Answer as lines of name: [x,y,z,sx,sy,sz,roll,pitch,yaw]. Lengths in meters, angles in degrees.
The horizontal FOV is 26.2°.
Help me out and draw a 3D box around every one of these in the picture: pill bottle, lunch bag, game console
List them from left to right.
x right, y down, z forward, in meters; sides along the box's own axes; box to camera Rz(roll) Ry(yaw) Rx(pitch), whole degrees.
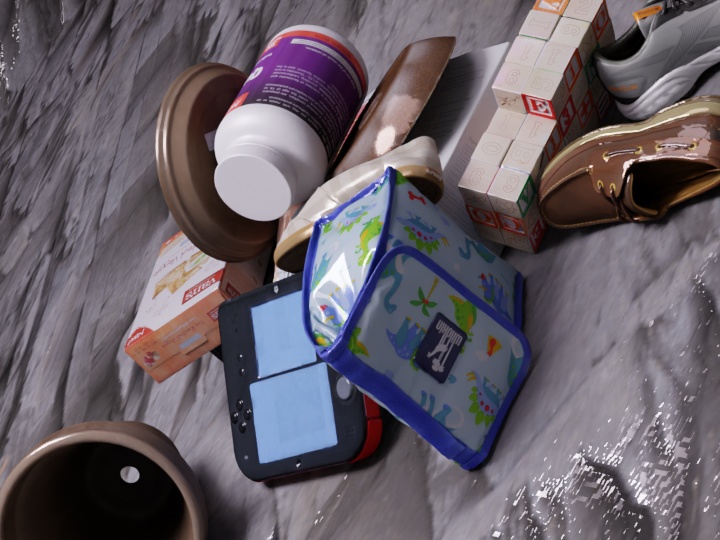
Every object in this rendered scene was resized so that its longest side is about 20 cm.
pill bottle: [-0.070,-0.140,1.484,0.112,0.112,0.201,-29,25,39]
game console: [-0.061,0.095,1.409,0.199,0.031,0.178,-19,79,47]
lunch bag: [0.043,0.043,1.255,0.127,0.170,0.201,-36,28,34]

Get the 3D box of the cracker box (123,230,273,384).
cracker box: [-0.162,0.011,1.607,0.134,0.058,0.201,-33,26,24]

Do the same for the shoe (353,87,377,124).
shoe: [-0.010,-0.124,1.681,0.200,0.071,0.091,-40,21,13]

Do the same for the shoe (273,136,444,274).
shoe: [-0.001,-0.054,1.360,0.199,0.070,0.054,-30,48,37]

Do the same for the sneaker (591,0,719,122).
sneaker: [0.283,-0.212,1.304,0.200,0.079,0.074,-41,25,18]

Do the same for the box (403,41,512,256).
box: [0.092,-0.098,1.445,0.124,0.097,0.201,-6,51,57]

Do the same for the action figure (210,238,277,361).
action figure: [-0.094,0.008,1.658,0.200,0.069,0.130,-54,18,-16]

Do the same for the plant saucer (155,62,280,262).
plant saucer: [-0.126,-0.109,1.531,0.029,0.200,0.201,-8,47,36]

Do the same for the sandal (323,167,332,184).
sandal: [0.022,-0.097,1.593,0.199,0.080,0.054,-29,67,19]

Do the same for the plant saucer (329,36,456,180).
plant saucer: [0.022,-0.142,1.455,0.201,0.037,0.200,-58,7,12]

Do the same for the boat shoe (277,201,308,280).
boat shoe: [-0.034,0.037,1.451,0.071,0.072,0.202,24,115,52]

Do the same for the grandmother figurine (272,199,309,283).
grandmother figurine: [-0.070,0.021,1.532,0.060,0.121,0.201,9,80,25]

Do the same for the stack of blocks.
stack of blocks: [0.157,-0.132,1.348,0.058,0.115,0.201,18,68,28]

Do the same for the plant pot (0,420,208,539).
plant pot: [-0.238,0.223,1.491,0.200,0.200,0.175,-46,9,10]

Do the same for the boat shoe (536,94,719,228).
boat shoe: [0.217,-0.075,1.236,0.199,0.072,0.068,-22,35,42]
